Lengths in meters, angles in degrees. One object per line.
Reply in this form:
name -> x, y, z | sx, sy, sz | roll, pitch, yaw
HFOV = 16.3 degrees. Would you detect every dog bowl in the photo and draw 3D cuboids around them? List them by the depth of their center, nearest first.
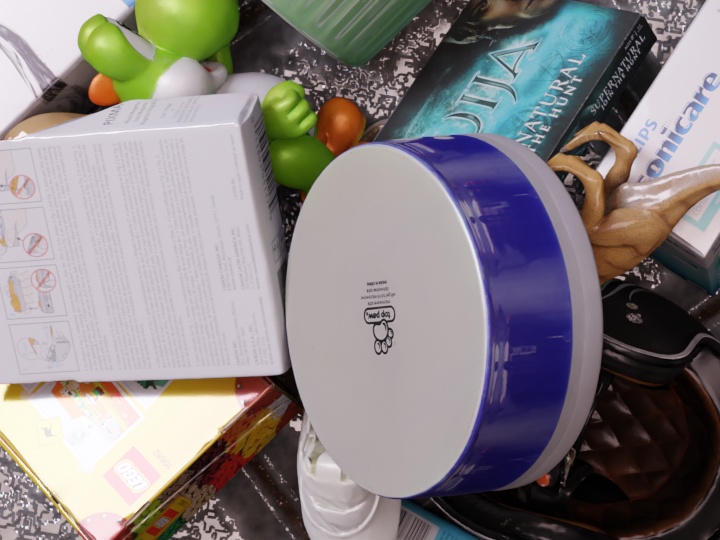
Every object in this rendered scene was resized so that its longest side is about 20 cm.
dog bowl -> 0.042, 0.025, 1.389 | 0.079, 0.200, 0.201 | -4, 88, -33

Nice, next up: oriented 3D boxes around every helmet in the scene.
helmet -> 0.139, 0.094, 1.521 | 0.200, 0.191, 0.200 | -5, 82, 35

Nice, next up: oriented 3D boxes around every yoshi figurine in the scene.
yoshi figurine -> -0.069, -0.116, 1.487 | 0.200, 0.112, 0.112 | 28, 61, -32

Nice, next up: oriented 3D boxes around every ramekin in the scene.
ramekin -> -0.037, -0.215, 1.530 | 0.200, 0.200, 0.098 | 42, 97, 1

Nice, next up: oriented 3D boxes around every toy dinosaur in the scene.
toy dinosaur -> 0.153, -0.033, 1.395 | 0.200, 0.060, 0.106 | -38, 92, 26

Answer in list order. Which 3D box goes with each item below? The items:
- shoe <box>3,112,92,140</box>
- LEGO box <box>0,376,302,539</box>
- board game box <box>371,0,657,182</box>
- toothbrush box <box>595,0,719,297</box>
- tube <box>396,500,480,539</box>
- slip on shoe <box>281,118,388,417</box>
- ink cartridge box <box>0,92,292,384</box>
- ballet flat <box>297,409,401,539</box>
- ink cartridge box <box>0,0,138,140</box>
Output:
shoe -> -0.132, -0.071, 1.541 | 0.053, 0.200, 0.070 | 49, 130, 25
LEGO box -> -0.160, 0.061, 1.556 | 0.149, 0.077, 0.200 | -44, 73, 0
board game box -> 0.076, -0.085, 1.538 | 0.135, 0.028, 0.200 | 17, 65, 42
toothbrush box -> 0.216, -0.076, 1.513 | 0.085, 0.200, 0.147 | 33, 88, 13
tube -> 0.076, 0.205, 1.591 | 0.200, 0.050, 0.078 | 33, 96, -3
slip on shoe -> 0.000, 0.000, 1.587 | 0.076, 0.061, 0.200 | 22, 89, 1
ink cartridge box -> -0.145, -0.016, 1.462 | 0.200, 0.057, 0.163 | -1, 115, 17
ballet flat -> -0.010, 0.094, 1.521 | 0.069, 0.069, 0.200 | 5, 98, 1
ink cartridge box -> -0.198, -0.140, 1.552 | 0.200, 0.145, 0.084 | -44, 87, -1
